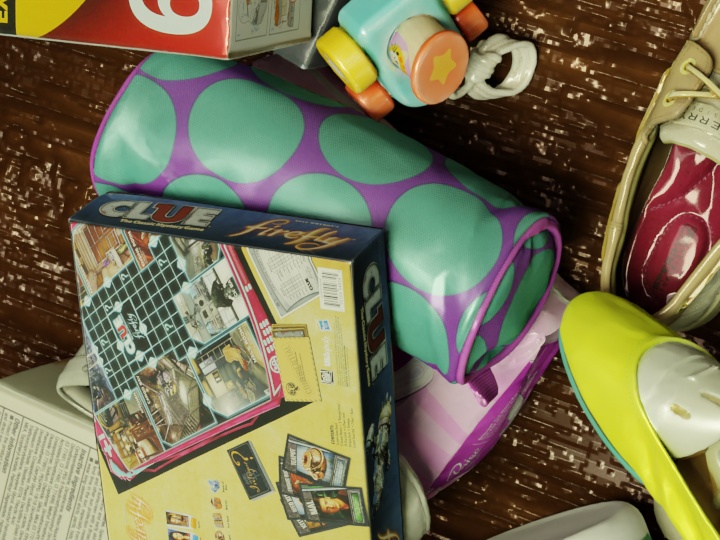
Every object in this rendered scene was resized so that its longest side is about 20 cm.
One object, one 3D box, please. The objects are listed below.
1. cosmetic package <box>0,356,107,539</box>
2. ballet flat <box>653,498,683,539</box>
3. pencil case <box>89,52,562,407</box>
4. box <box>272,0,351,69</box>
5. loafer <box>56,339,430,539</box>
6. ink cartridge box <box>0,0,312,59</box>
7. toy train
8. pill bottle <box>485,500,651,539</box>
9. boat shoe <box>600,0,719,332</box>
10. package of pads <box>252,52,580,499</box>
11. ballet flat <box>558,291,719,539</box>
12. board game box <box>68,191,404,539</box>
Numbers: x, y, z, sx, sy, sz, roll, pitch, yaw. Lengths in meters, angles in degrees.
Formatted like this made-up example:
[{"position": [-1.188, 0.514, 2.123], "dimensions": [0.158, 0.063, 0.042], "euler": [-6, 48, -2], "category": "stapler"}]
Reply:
[{"position": [-0.090, 0.128, 1.286], "dimensions": [0.200, 0.087, 0.104], "euler": [24, 107, 21], "category": "cosmetic package"}, {"position": [0.196, 0.063, 1.150], "dimensions": [0.200, 0.069, 0.070], "euler": [-45, 80, 25], "category": "ballet flat"}, {"position": [-0.015, -0.024, 1.142], "dimensions": [0.200, 0.085, 0.093], "euler": [26, 112, 17], "category": "pencil case"}, {"position": [-0.046, -0.221, 1.193], "dimensions": [0.200, 0.104, 0.182], "euler": [32, 112, 17], "category": "box"}, {"position": [-0.055, 0.080, 1.202], "dimensions": [0.200, 0.070, 0.070], "euler": [27, 144, 33], "category": "loafer"}, {"position": [-0.111, -0.201, 1.122], "dimensions": [0.175, 0.084, 0.201], "euler": [8, 103, 25], "category": "ink cartridge box"}, {"position": [0.057, -0.146, 1.127], "dimensions": [0.056, 0.150, 0.200], "euler": [47, 136, 45], "category": "toy train"}, {"position": [0.109, 0.217, 1.194], "dimensions": [0.113, 0.113, 0.200], "euler": [-20, 91, 27], "category": "pill bottle"}, {"position": [0.160, -0.059, 1.144], "dimensions": [0.074, 0.066, 0.200], "euler": [23, 109, 20], "category": "boat shoe"}, {"position": [0.000, 0.000, 1.227], "dimensions": [0.200, 0.076, 0.121], "euler": [42, 115, 13], "category": "package of pads"}, {"position": [0.156, 0.086, 1.099], "dimensions": [0.200, 0.067, 0.067], "euler": [62, 144, 10], "category": "ballet flat"}, {"position": [-0.051, 0.069, 1.131], "dimensions": [0.135, 0.035, 0.200], "euler": [9, 119, 23], "category": "board game box"}]
